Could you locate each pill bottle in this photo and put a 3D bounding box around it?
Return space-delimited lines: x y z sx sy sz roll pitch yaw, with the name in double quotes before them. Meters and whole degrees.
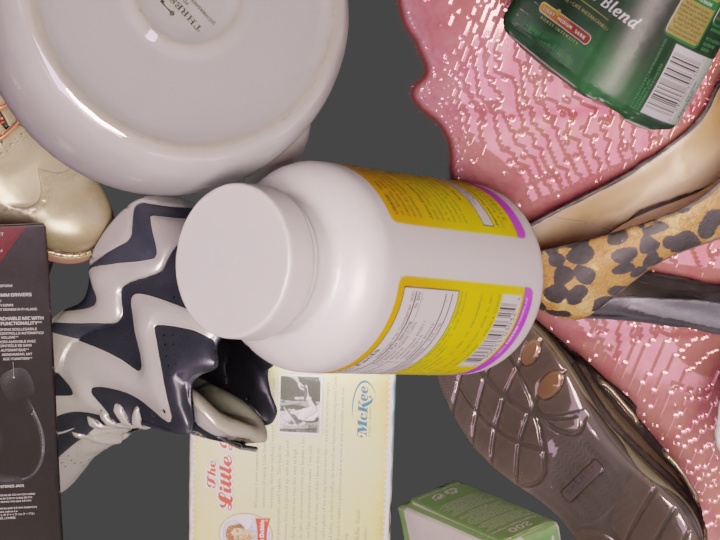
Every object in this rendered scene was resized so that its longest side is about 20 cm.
"pill bottle" 0.000 0.000 1.028 0.104 0.199 0.105 -3 85 37

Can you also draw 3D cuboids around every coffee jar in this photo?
"coffee jar" 0.163 -0.179 1.026 0.085 0.104 0.201 16 111 -46

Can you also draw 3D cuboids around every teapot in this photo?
"teapot" -0.112 -0.128 1.033 0.196 0.146 0.201 -3 85 -23

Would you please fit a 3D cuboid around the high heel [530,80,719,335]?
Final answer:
"high heel" 0.154 -0.059 1.078 0.142 0.072 0.201 9 116 -8

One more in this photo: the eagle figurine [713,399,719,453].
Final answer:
"eagle figurine" 0.281 0.030 1.053 0.151 0.200 0.152 2 78 -25

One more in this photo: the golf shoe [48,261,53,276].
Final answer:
"golf shoe" -0.211 0.050 1.119 0.092 0.073 0.201 20 106 -7

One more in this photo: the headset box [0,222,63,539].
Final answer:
"headset box" -0.226 0.064 1.013 0.148 0.075 0.201 -3 70 -12

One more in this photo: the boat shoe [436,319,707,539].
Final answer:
"boat shoe" 0.115 0.090 1.128 0.074 0.073 0.200 -41 81 20

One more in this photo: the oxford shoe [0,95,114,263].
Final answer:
"oxford shoe" -0.203 -0.080 1.048 0.200 0.074 0.071 40 65 -11

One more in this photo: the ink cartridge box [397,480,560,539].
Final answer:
"ink cartridge box" 0.100 0.208 1.100 0.048 0.200 0.146 -20 108 -28

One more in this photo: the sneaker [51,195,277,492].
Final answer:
"sneaker" -0.111 0.074 1.086 0.130 0.079 0.200 46 112 28

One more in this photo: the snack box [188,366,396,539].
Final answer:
"snack box" -0.040 0.134 1.159 0.115 0.037 0.201 2 107 1
